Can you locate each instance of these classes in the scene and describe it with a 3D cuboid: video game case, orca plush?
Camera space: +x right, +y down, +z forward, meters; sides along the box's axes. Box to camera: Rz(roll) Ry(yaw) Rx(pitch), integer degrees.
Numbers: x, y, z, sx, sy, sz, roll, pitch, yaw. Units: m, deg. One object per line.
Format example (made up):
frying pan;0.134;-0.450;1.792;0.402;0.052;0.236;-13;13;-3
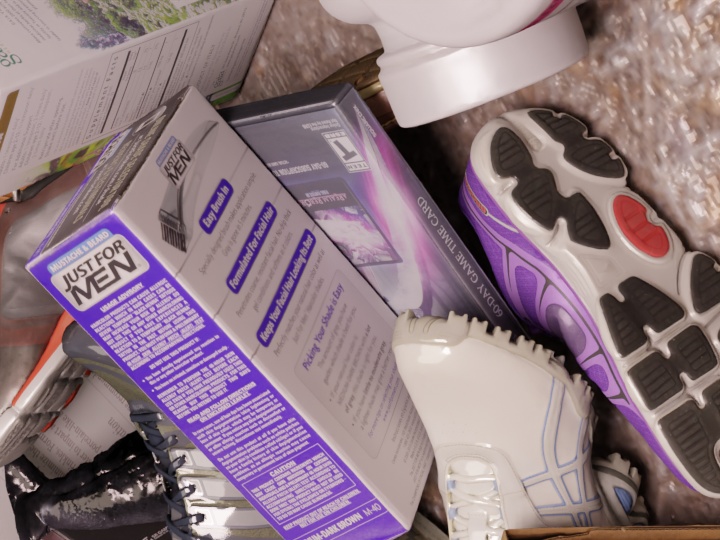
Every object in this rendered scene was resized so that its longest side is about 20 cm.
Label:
video game case;0.000;0.000;0.932;0.142;0.019;0.200;-6;128;49
orca plush;-0.091;0.081;1.017;0.198;0.106;0.071;-6;126;3

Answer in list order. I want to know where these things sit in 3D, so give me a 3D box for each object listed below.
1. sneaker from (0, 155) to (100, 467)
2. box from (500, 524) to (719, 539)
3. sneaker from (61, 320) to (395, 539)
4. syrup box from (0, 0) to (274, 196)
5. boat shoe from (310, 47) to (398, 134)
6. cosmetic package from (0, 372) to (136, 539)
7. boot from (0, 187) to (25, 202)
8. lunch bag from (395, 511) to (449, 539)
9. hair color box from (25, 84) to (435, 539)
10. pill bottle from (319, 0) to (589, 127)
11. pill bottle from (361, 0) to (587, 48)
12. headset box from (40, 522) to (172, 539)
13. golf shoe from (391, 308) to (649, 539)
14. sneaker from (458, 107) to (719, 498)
sneaker;-0.167;0.006;1.000;0.082;0.201;0.077;26;168;5
box;0.124;0.200;0.909;0.021;0.162;0.201;-109;25;-52
sneaker;-0.072;0.098;0.941;0.200;0.081;0.074;43;164;-14
syrup box;-0.139;-0.110;0.951;0.079;0.200;0.082;42;133;17
boat shoe;-0.017;-0.054;0.965;0.068;0.072;0.200;55;144;-5
cosmetic package;-0.240;0.093;1.107;0.164;0.201;0.165;20;158;35
boot;-0.177;-0.090;1.093;0.200;0.074;0.155;41;134;6
lunch bag;0.010;0.223;1.043;0.200;0.117;0.165;34;134;36
hair color box;-0.048;0.027;0.881;0.065;0.110;0.200;-29;111;31
pill bottle;0.023;-0.171;0.830;0.119;0.119;0.201;-13;102;45
pill bottle;0.083;-0.162;0.720;0.113;0.200;0.114;20;123;35
headset box;-0.115;0.186;1.114;0.077;0.149;0.201;29;127;28
golf shoe;0.069;0.100;0.882;0.078;0.098;0.200;-1;141;39
sneaker;0.117;0.017;0.886;0.201;0.080;0.084;56;153;15
